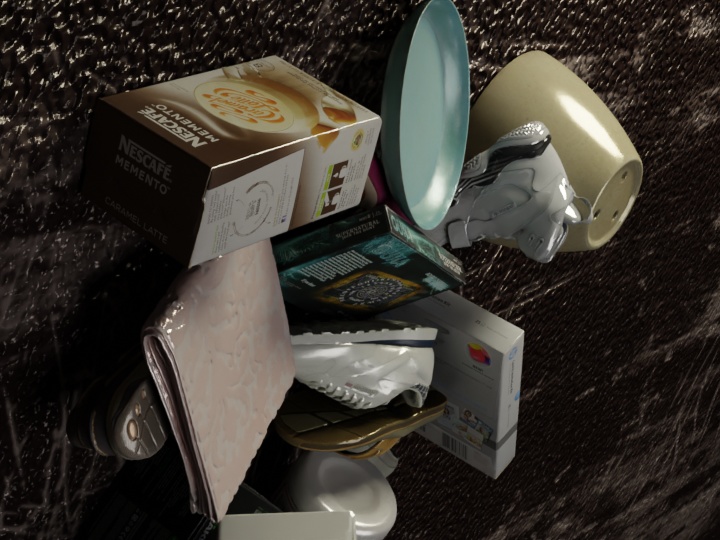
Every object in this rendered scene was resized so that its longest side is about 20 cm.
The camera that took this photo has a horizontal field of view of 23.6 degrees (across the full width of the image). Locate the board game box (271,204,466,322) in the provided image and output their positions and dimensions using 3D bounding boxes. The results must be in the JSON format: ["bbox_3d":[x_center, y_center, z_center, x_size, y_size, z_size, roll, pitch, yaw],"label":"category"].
[{"bbox_3d":[0.000,0.000,1.515,0.134,0.028,0.200,-19,161,16],"label":"board game box"}]

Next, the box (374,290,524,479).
[{"bbox_3d":[0.085,0.101,1.720,0.041,0.155,0.201,-45,150,-31],"label":"box"}]

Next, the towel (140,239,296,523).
[{"bbox_3d":[-0.108,0.064,1.361,0.200,0.032,0.192,-63,149,-51],"label":"towel"}]

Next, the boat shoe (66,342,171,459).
[{"bbox_3d":[-0.169,0.083,1.348,0.200,0.073,0.075,-44,130,-65],"label":"boat shoe"}]

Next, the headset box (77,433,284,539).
[{"bbox_3d":[-0.159,0.255,1.517,0.175,0.092,0.200,-55,154,-8],"label":"headset box"}]

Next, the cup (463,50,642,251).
[{"bbox_3d":[0.195,-0.097,1.723,0.200,0.143,0.201,-41,149,-31],"label":"cup"}]

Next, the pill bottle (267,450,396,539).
[{"bbox_3d":[-0.058,0.272,1.666,0.112,0.112,0.201,-19,149,-53],"label":"pill bottle"}]

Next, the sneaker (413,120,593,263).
[{"bbox_3d":[0.119,-0.040,1.618,0.199,0.115,0.075,-37,171,8],"label":"sneaker"}]

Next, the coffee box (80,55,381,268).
[{"bbox_3d":[-0.091,-0.084,1.259,0.199,0.114,0.080,-24,138,-51],"label":"coffee box"}]

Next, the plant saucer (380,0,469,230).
[{"bbox_3d":[0.055,-0.137,1.492,0.200,0.027,0.202,6,90,-71],"label":"plant saucer"}]

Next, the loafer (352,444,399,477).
[{"bbox_3d":[0.001,0.155,1.723,0.070,0.070,0.200,-48,153,-3],"label":"loafer"}]

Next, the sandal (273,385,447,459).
[{"bbox_3d":[0.002,0.145,1.619,0.199,0.080,0.054,-9,127,-45],"label":"sandal"}]

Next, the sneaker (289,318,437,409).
[{"bbox_3d":[-0.013,0.087,1.557,0.199,0.076,0.081,2,98,-34],"label":"sneaker"}]

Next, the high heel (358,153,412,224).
[{"bbox_3d":[0.011,-0.092,1.507,0.097,0.067,0.200,-61,161,-20],"label":"high heel"}]

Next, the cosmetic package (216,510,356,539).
[{"bbox_3d":[-0.057,0.337,1.436,0.200,0.122,0.201,86,4,-51],"label":"cosmetic package"}]
